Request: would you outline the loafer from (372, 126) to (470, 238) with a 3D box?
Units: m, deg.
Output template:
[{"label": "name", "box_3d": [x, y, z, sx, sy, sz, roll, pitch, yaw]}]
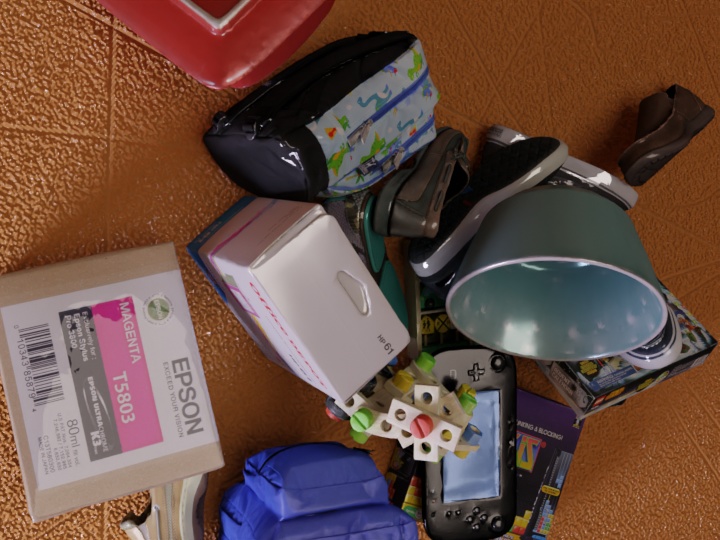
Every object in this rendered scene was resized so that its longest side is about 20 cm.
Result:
[{"label": "loafer", "box_3d": [0.075, -0.080, 0.901, 0.200, 0.062, 0.073, -49, 151, -52]}]

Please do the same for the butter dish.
[{"label": "butter dish", "box_3d": [-0.108, -0.240, 0.810, 0.199, 0.148, 0.200, 38, 76, 19]}]

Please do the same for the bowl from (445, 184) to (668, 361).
[{"label": "bowl", "box_3d": [0.180, -0.004, 0.863, 0.199, 0.200, 0.106, 23, 57, -25]}]

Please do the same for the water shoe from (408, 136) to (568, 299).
[{"label": "water shoe", "box_3d": [0.136, -0.055, 0.951, 0.199, 0.072, 0.079, -39, 123, -1]}]

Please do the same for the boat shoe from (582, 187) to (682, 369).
[{"label": "boat shoe", "box_3d": [0.255, 0.005, 0.943, 0.070, 0.202, 0.091, -29, 133, 10]}]

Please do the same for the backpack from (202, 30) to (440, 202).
[{"label": "backpack", "box_3d": [-0.019, -0.144, 0.860, 0.201, 0.162, 0.154, -52, 122, -19]}]

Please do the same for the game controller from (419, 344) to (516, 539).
[{"label": "game controller", "box_3d": [0.110, 0.177, 0.946, 0.103, 0.042, 0.204, -3, 95, -24]}]

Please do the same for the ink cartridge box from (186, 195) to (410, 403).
[{"label": "ink cartridge box", "box_3d": [-0.061, 0.018, 0.820, 0.084, 0.199, 0.145, -41, 110, -16]}]

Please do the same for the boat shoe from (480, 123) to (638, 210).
[{"label": "boat shoe", "box_3d": [0.215, -0.093, 1.018, 0.198, 0.070, 0.067, 21, 94, -25]}]

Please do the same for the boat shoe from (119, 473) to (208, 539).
[{"label": "boat shoe", "box_3d": [-0.185, 0.238, 0.862, 0.075, 0.072, 0.204, 4, 83, -17]}]

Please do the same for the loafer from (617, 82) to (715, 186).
[{"label": "loafer", "box_3d": [0.332, -0.157, 1.050, 0.071, 0.073, 0.199, 48, 42, 6]}]

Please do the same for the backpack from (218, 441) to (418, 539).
[{"label": "backpack", "box_3d": [-0.044, 0.243, 0.854, 0.160, 0.200, 0.171, 3, 85, -20]}]

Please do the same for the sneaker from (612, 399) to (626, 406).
[{"label": "sneaker", "box_3d": [0.304, 0.115, 1.085, 0.198, 0.066, 0.092, 3, 111, -34]}]

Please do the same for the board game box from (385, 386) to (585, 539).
[{"label": "board game box", "box_3d": [0.137, 0.203, 1.015, 0.198, 0.057, 0.168, 21, 87, -26]}]

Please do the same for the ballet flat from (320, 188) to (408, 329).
[{"label": "ballet flat", "box_3d": [0.000, 0.000, 0.917, 0.072, 0.072, 0.202, -34, 135, -19]}]

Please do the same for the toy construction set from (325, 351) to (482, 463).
[{"label": "toy construction set", "box_3d": [0.046, 0.128, 0.835, 0.131, 0.200, 0.093, 39, 93, 12]}]

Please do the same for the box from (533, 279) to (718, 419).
[{"label": "box", "box_3d": [0.268, 0.066, 0.996, 0.198, 0.137, 0.040, -16, 144, -32]}]

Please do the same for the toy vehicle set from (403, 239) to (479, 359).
[{"label": "toy vehicle set", "box_3d": [0.140, 0.021, 1.014, 0.197, 0.026, 0.126, -7, 98, -25]}]

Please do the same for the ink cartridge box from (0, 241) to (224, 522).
[{"label": "ink cartridge box", "box_3d": [-0.218, 0.091, 0.793, 0.162, 0.075, 0.203, -13, 87, -19]}]
